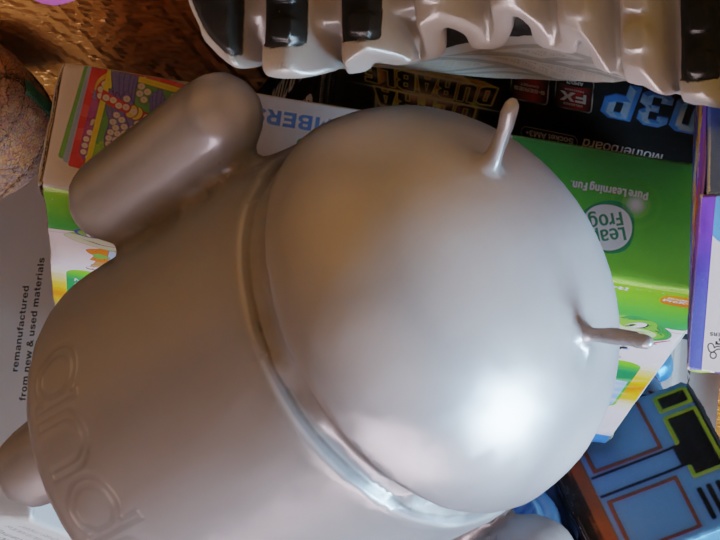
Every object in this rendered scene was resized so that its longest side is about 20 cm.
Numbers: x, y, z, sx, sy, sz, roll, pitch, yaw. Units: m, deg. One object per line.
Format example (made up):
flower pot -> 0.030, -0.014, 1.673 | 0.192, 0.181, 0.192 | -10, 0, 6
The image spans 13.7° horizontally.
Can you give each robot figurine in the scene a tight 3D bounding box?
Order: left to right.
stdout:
robot figurine -> -0.011, 0.028, 0.808 | 0.200, 0.113, 0.170 | -31, 100, 39

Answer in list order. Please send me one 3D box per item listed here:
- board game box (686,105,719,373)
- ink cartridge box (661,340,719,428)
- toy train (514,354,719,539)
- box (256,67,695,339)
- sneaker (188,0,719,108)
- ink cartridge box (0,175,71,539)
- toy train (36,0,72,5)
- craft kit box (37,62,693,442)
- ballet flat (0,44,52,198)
board game box -> 0.154, -0.022, 0.778 | 0.134, 0.045, 0.200 | 5, -162, 6
ink cartridge box -> 0.038, 0.087, 1.255 | 0.200, 0.147, 0.146 | 2, 165, 17
toy train -> 0.069, 0.065, 1.097 | 0.114, 0.200, 0.087 | -20, 136, -5
box -> 0.060, -0.027, 0.997 | 0.200, 0.046, 0.159 | 11, 165, -15
sneaker -> 0.059, -0.079, 0.772 | 0.200, 0.075, 0.081 | 5, 179, 14
ink cartridge box -> -0.166, 0.039, 1.156 | 0.200, 0.145, 0.145 | 0, 165, 26
toy train -> -0.112, -0.116, 0.715 | 0.200, 0.056, 0.150 | 6, 165, -10
craft kit box -> 0.000, 0.000, 0.951 | 0.200, 0.049, 0.198 | 9, 166, -3
ballet flat -> -0.199, -0.041, 0.965 | 0.200, 0.068, 0.067 | -15, 166, -7
